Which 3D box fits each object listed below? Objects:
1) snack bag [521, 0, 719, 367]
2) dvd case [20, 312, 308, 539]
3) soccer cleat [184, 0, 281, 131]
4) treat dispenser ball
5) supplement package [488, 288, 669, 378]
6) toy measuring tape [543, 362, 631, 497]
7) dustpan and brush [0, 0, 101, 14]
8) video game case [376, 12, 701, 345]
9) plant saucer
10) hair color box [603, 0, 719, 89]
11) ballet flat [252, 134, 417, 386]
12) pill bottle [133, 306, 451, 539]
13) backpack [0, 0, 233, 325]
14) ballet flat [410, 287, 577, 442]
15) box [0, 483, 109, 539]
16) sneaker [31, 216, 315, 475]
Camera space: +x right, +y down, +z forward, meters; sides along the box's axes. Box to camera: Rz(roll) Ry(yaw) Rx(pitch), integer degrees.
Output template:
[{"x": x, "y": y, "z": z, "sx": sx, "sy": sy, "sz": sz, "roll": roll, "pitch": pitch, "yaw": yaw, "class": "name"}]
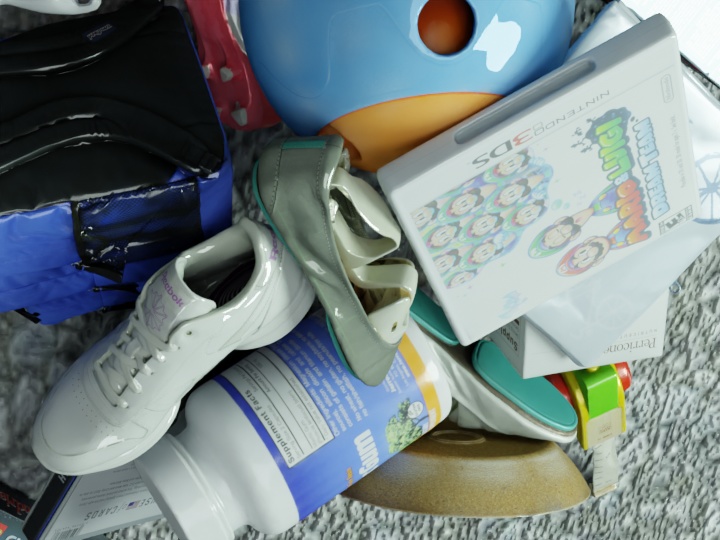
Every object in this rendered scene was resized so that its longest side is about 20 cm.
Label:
[{"x": 0.157, "y": -0.047, "z": 0.955, "sx": 0.188, "sy": 0.021, "sz": 0.200, "roll": 36, "pitch": 103, "yaw": -28, "class": "snack bag"}, {"x": -0.133, "y": 0.102, "z": 1.000, "sx": 0.150, "sy": 0.025, "sz": 0.201, "roll": -2, "pitch": 131, "yaw": -57, "class": "dvd case"}, {"x": -0.080, "y": -0.188, "z": 0.925, "sx": 0.076, "sy": 0.066, "sz": 0.202, "roll": -32, "pitch": 120, "yaw": -40, "class": "soccer cleat"}, {"x": 0.027, "y": -0.157, "z": 0.858, "sx": 0.198, "sy": 0.201, "sz": 0.203, "roll": -8, "pitch": 117, "yaw": -15, "class": "treat dispenser ball"}, {"x": 0.150, "y": -0.044, "z": 1.033, "sx": 0.115, "sy": 0.117, "sz": 0.202, "roll": -8, "pitch": 117, "yaw": -16, "class": "supplement package"}, {"x": 0.180, "y": 0.107, "z": 1.162, "sx": 0.073, "sy": 0.074, "sz": 0.201, "roll": -24, "pitch": 142, "yaw": -7, "class": "toy measuring tape"}, {"x": -0.248, "y": -0.163, "z": 0.827, "sx": 0.197, "sy": 0.057, "sz": 0.142, "roll": 6, "pitch": 94, "yaw": 16, "class": "dustpan and brush"}, {"x": 0.116, "y": -0.045, "z": 0.870, "sx": 0.181, "sy": 0.024, "sz": 0.200, "roll": -29, "pitch": 148, "yaw": 1, "class": "video game case"}, {"x": 0.069, "y": 0.137, "z": 1.056, "sx": 0.198, "sy": 0.200, "sz": 0.036, "roll": 0, "pitch": 96, "yaw": -19, "class": "plant saucer"}, {"x": 0.180, "y": -0.210, "z": 0.974, "sx": 0.199, "sy": 0.099, "sz": 0.061, "roll": 33, "pitch": 102, "yaw": -29, "class": "hair color box"}, {"x": 0.000, "y": 0.000, "z": 0.850, "sx": 0.063, "sy": 0.068, "sz": 0.201, "roll": -9, "pitch": 136, "yaw": 19, "class": "ballet flat"}, {"x": -0.047, "y": 0.104, "z": 0.969, "sx": 0.199, "sy": 0.112, "sz": 0.113, "roll": -33, "pitch": 122, "yaw": -16, "class": "pill bottle"}, {"x": -0.188, "y": -0.049, "z": 0.889, "sx": 0.198, "sy": 0.163, "sz": 0.169, "roll": -12, "pitch": 138, "yaw": -15, "class": "backpack"}, {"x": 0.067, "y": 0.073, "z": 1.067, "sx": 0.199, "sy": 0.069, "sz": 0.070, "roll": 36, "pitch": 101, "yaw": -1, "class": "ballet flat"}, {"x": -0.297, "y": 0.214, "z": 1.048, "sx": 0.199, "sy": 0.038, "sz": 0.137, "roll": 34, "pitch": 100, "yaw": -29, "class": "box"}, {"x": -0.121, "y": 0.038, "z": 0.847, "sx": 0.200, "sy": 0.075, "sz": 0.100, "roll": -40, "pitch": 155, "yaw": -2, "class": "sneaker"}]
